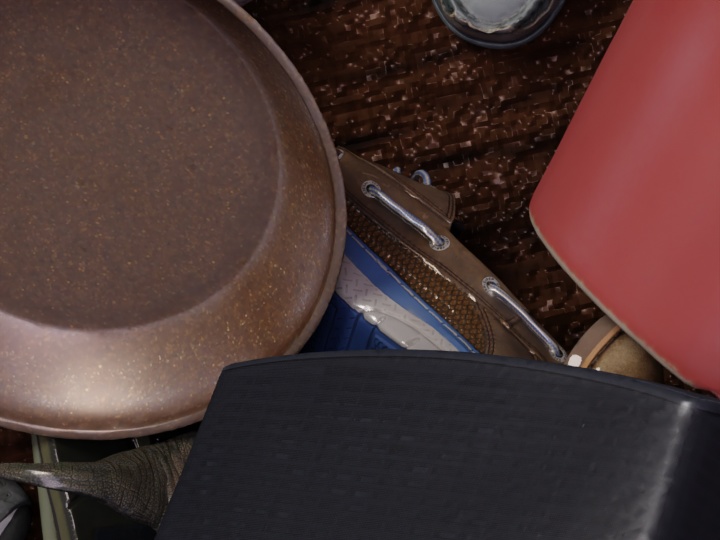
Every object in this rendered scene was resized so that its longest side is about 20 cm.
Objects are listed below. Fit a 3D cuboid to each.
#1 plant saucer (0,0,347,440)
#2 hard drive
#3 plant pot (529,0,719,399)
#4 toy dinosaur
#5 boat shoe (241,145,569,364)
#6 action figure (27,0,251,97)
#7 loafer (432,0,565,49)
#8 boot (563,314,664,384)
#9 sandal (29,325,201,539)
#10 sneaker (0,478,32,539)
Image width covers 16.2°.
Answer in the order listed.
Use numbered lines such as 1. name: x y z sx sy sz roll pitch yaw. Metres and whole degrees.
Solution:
1. plant saucer: -0.101 -0.033 0.843 0.199 0.037 0.202 4 124 6
2. hard drive: 0.018 0.085 0.765 0.199 0.042 0.136 2 60 38
3. plant pot: 0.162 -0.044 0.824 0.200 0.200 0.178 40 103 6
4. toy dinosaur: -0.031 0.096 0.884 0.198 0.103 0.077 12 133 1
5. boat shoe: 0.000 0.000 0.894 0.200 0.072 0.072 49 139 24
6. action figure: -0.119 -0.111 0.896 0.198 0.070 0.131 2 45 8
7. loafer: 0.059 -0.180 0.892 0.071 0.063 0.202 12 91 7
8. boot: 0.095 0.108 0.848 0.075 0.073 0.201 19 123 33
9. sandal: -0.089 0.116 0.915 0.079 0.057 0.203 7 71 -30
10. sneaker: -0.184 0.160 0.925 0.074 0.079 0.201 26 78 50
